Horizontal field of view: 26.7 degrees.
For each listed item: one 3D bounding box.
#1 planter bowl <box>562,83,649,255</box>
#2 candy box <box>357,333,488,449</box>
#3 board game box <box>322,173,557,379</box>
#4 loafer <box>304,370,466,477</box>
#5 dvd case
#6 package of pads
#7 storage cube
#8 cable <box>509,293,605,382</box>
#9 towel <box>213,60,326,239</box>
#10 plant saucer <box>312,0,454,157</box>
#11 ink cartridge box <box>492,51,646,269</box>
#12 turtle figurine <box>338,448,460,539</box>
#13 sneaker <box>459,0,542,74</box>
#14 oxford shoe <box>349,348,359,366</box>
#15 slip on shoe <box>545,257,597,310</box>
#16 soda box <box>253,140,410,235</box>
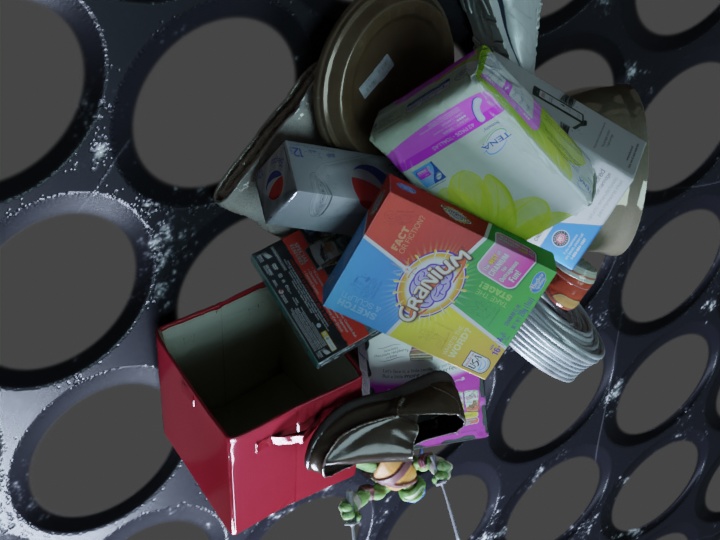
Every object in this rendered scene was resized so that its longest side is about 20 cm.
[{"bbox_3d":[0.241,-0.120,1.778,0.133,0.201,0.202,2,127,-10],"label":"planter bowl"},{"bbox_3d":[0.067,0.095,1.721,0.135,0.061,0.203,-7,100,-11],"label":"candy box"},{"bbox_3d":[0.081,0.009,1.579,0.198,0.040,0.154,24,117,-13],"label":"board game box"},{"bbox_3d":[0.032,0.171,1.625,0.198,0.071,0.074,-24,142,-23],"label":"loafer"},{"bbox_3d":[0.000,0.000,1.655,0.199,0.147,0.022,-29,164,-18],"label":"dvd case"},{"bbox_3d":[0.131,-0.118,1.559,0.154,0.069,0.200,-29,118,35],"label":"package of pads"},{"bbox_3d":[-0.114,0.151,1.688,0.170,0.200,0.181,-24,143,-24],"label":"storage cube"},{"bbox_3d":[0.211,0.050,1.872,0.069,0.201,0.199,-46,140,17],"label":"cable"},{"bbox_3d":[-0.055,-0.127,1.621,0.201,0.034,0.132,-51,139,9],"label":"towel"},{"bbox_3d":[0.032,-0.203,1.598,0.199,0.029,0.202,-24,127,-36],"label":"plant saucer"},{"bbox_3d":[0.185,-0.119,1.647,0.147,0.199,0.085,-61,178,39],"label":"ink cartridge box"},{"bbox_3d":[0.037,0.266,1.934,0.194,0.143,0.201,52,42,-33],"label":"turtle figurine"},{"bbox_3d":[0.168,-0.266,1.667,0.080,0.076,0.201,-42,143,-18],"label":"sneaker"},{"bbox_3d":[0.044,0.063,1.863,0.200,0.070,0.075,-46,177,-10],"label":"oxford shoe"},{"bbox_3d":[0.214,-0.012,1.814,0.073,0.200,0.062,18,104,-27],"label":"slip on shoe"},{"bbox_3d":[-0.008,-0.080,1.594,0.198,0.064,0.068,7,146,-36],"label":"soda box"}]
